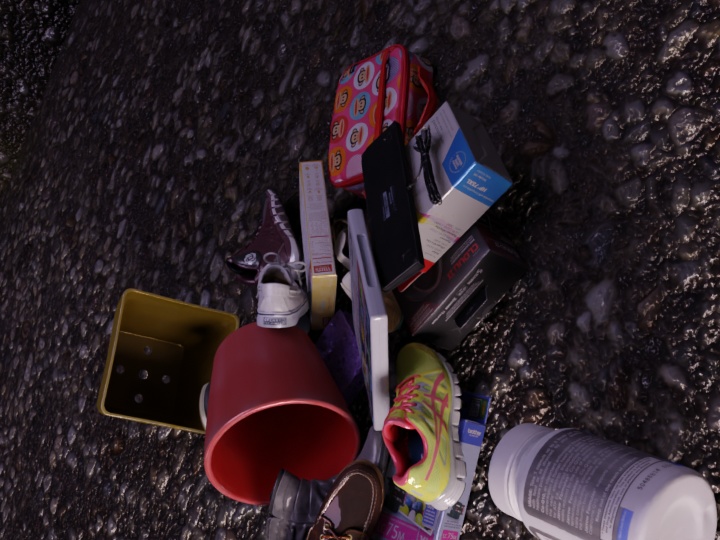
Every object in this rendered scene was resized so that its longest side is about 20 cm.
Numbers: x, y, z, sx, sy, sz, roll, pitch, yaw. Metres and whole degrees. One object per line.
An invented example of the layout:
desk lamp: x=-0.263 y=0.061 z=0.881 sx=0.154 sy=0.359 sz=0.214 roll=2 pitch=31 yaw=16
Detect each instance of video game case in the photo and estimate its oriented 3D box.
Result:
video game case: x=0.011 y=0.060 z=1.199 sx=0.183 sy=0.023 sz=0.201 roll=-102 pitch=7 yaw=-45

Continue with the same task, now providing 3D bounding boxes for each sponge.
sponge: x=-0.053 y=0.166 z=1.394 sx=0.201 sy=0.030 sz=0.112 roll=-56 pitch=39 yaw=17

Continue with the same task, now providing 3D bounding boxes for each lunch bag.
lunch bag: x=0.038 y=-0.212 z=1.416 sx=0.175 sy=0.081 sz=0.202 roll=-14 pitch=65 yaw=45

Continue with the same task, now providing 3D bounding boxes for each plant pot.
plant pot: x=-0.113 y=0.176 z=1.299 sx=0.201 sy=0.199 sz=0.178 roll=-51 pitch=34 yaw=24
plant pot: x=-0.337 y=0.164 z=1.649 sx=0.176 sy=0.198 sz=0.202 roll=-24 pitch=55 yaw=59

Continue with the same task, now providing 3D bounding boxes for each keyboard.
keyboard: x=0.051 y=-0.086 z=1.139 sx=0.127 sy=0.020 sz=0.202 roll=-39 pitch=48 yaw=42

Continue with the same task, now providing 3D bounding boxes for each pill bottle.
pill bottle: x=0.220 y=0.214 z=0.934 sx=0.199 sy=0.113 sz=0.115 roll=13 pitch=84 yaw=54

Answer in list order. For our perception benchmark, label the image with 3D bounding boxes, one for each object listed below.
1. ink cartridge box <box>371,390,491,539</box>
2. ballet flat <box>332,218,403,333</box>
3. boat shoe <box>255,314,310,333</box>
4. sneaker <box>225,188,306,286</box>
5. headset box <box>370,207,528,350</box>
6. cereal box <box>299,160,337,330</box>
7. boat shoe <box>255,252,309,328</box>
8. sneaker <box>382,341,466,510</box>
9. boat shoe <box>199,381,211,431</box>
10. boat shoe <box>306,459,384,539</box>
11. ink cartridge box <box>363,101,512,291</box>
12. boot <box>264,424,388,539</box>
ink cartridge box: x=0.082 y=0.235 z=1.174 sx=0.119 sy=0.042 sz=0.202 roll=6 pitch=78 yaw=54
ballet flat: x=0.000 y=0.000 z=1.364 sx=0.068 sy=0.072 sz=0.201 roll=-42 pitch=44 yaw=27
boat shoe: x=-0.121 y=0.094 z=1.458 sx=0.200 sy=0.070 sz=0.092 roll=-106 pitch=37 yaw=-73
sneaker: x=-0.162 y=-0.048 z=1.555 sx=0.114 sy=0.076 sz=0.201 roll=-20 pitch=42 yaw=-6
headset box: x=0.107 y=-0.013 z=1.225 sx=0.149 sy=0.075 sz=0.201 roll=-49 pitch=40 yaw=24
cereal box: x=-0.062 y=-0.036 z=1.431 sx=0.144 sy=0.039 sz=0.202 roll=95 pitch=169 yaw=-57
boat shoe: x=-0.110 y=0.018 z=1.348 sx=0.202 sy=0.074 sz=0.087 roll=-70 pitch=-19 yaw=-82
sneaker: x=0.063 y=0.164 z=1.123 sx=0.078 sy=0.090 sz=0.202 roll=-40 pitch=44 yaw=35
boat shoe: x=-0.197 y=0.247 z=1.521 sx=0.065 sy=0.073 sz=0.201 roll=-37 pitch=49 yaw=22
boat shoe: x=-0.028 y=0.322 z=1.171 sx=0.070 sy=0.070 sz=0.202 roll=-32 pitch=-37 yaw=-74
ink cartridge box: x=0.075 y=-0.084 z=1.180 sx=0.200 sy=0.067 sz=0.117 roll=-46 pitch=41 yaw=27
boot: x=-0.044 y=0.269 z=1.227 sx=0.070 sy=0.130 sz=0.202 roll=-9 pitch=-63 yaw=-84
